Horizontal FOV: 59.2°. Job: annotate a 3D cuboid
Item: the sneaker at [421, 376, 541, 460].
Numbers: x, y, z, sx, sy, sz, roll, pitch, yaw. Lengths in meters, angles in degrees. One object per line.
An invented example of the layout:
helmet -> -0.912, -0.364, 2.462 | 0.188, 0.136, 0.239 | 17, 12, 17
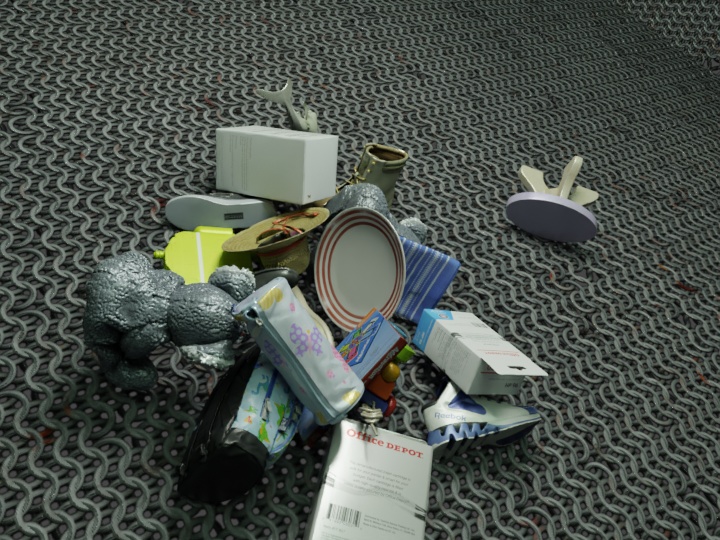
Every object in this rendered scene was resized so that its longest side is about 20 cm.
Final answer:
sneaker -> 0.180, 0.219, 1.003 | 0.198, 0.081, 0.116 | -5, 53, -22

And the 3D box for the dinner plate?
dinner plate -> 0.000, 0.000, 1.006 | 0.024, 0.200, 0.200 | -1, 46, -45

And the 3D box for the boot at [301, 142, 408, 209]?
boot -> -0.012, -0.175, 1.245 | 0.199, 0.155, 0.072 | -5, 50, -24

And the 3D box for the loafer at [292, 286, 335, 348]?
loafer -> -0.106, 0.094, 1.026 | 0.068, 0.076, 0.200 | -15, 46, -29

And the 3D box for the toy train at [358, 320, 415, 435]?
toy train -> 0.039, 0.152, 0.929 | 0.085, 0.116, 0.200 | 35, 5, -18

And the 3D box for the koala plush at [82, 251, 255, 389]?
koala plush -> -0.250, 0.064, 0.866 | 0.199, 0.184, 0.178 | 7, 55, 12

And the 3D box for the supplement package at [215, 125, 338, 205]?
supplement package -> -0.156, -0.201, 1.180 | 0.199, 0.118, 0.117 | 13, 19, 25

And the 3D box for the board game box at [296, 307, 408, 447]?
board game box -> -0.024, 0.151, 0.916 | 0.019, 0.200, 0.103 | 42, 2, -31

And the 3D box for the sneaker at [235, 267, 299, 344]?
sneaker -> -0.177, 0.067, 0.983 | 0.199, 0.074, 0.089 | -26, 59, 10

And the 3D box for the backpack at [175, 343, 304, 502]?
backpack -> -0.151, 0.196, 0.862 | 0.153, 0.163, 0.201 | 23, 41, -23

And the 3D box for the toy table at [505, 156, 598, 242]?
toy table -> 0.423, -0.153, 1.382 | 0.199, 0.184, 0.118 | 25, 60, -13

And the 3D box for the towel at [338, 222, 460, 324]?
towel -> 0.056, 0.010, 1.084 | 0.199, 0.145, 0.024 | 21, 28, -18

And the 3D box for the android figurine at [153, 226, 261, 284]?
android figurine -> -0.251, -0.008, 1.085 | 0.199, 0.041, 0.183 | 0, 50, -24

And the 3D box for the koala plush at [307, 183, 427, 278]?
koala plush -> 0.036, -0.050, 1.154 | 0.199, 0.184, 0.178 | 28, 53, -22

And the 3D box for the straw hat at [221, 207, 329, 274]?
straw hat -> -0.128, -0.034, 1.074 | 0.200, 0.085, 0.201 | -14, 19, 5

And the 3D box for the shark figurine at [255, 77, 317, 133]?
shark figurine -> -0.149, -0.315, 1.368 | 0.089, 0.214, 0.129 | -18, 82, 13

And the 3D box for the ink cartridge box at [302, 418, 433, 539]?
ink cartridge box -> 0.009, 0.318, 0.846 | 0.145, 0.084, 0.200 | 18, 44, -3

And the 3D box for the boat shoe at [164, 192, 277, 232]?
boat shoe -> -0.256, -0.115, 1.171 | 0.199, 0.070, 0.066 | -4, 24, -12

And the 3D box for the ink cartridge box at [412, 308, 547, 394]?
ink cartridge box -> 0.188, 0.140, 1.022 | 0.116, 0.068, 0.200 | 7, 21, -33

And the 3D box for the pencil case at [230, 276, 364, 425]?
pencil case -> -0.079, 0.104, 0.821 | 0.083, 0.091, 0.200 | -36, 103, 0
